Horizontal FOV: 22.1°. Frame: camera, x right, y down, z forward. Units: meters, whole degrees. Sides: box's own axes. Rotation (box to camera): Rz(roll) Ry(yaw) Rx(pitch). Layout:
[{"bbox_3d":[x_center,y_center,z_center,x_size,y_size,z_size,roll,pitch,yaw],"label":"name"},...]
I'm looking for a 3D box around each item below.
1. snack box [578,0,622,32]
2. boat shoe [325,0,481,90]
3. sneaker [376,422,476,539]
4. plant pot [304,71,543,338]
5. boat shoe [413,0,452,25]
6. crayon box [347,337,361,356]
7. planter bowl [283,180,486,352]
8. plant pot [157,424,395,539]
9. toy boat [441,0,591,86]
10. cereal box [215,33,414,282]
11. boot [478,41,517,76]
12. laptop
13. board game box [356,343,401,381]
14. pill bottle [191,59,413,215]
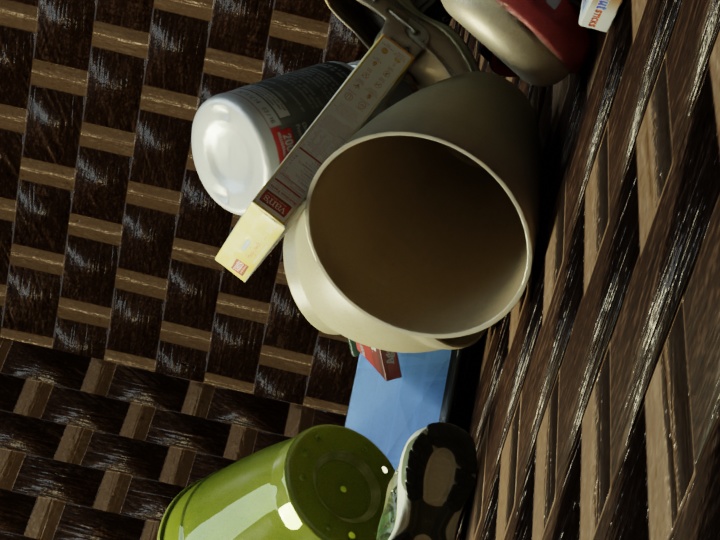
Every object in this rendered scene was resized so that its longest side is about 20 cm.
[{"bbox_3d":[0.189,-0.276,1.323,0.072,0.024,0.201,109,174,-70],"label":"snack box"},{"bbox_3d":[0.040,-0.205,1.714,0.200,0.064,0.071,48,146,29],"label":"boat shoe"},{"bbox_3d":[0.041,0.227,1.557,0.089,0.077,0.201,160,131,-75],"label":"sneaker"},{"bbox_3d":[0.076,-0.078,1.514,0.200,0.187,0.188,-58,-14,-51],"label":"plant pot"},{"bbox_3d":[0.070,-0.269,1.762,0.200,0.062,0.075,117,143,-52],"label":"boat shoe"},{"bbox_3d":[0.050,0.019,2.011,0.200,0.126,0.051,-83,-21,-69],"label":"crayon box"},{"bbox_3d":[0.015,-0.014,1.668,0.200,0.134,0.201,32,-130,-49],"label":"planter bowl"},{"bbox_3d":[-0.061,0.244,1.741,0.193,0.200,0.201,-45,25,44],"label":"plant pot"},{"bbox_3d":[0.142,-0.234,1.430,0.131,0.130,0.200,-44,16,24],"label":"toy boat"},{"bbox_3d":[-0.039,-0.092,1.555,0.200,0.039,0.144,-54,2,-24],"label":"cereal box"},{"bbox_3d":[0.142,-0.243,1.735,0.200,0.073,0.151,110,172,-52],"label":"boot"},{"bbox_3d":[0.039,0.127,1.797,0.200,0.115,0.188,89,-168,-66],"label":"laptop"},{"bbox_3d":[0.000,0.000,1.813,0.103,0.019,0.201,-139,35,-67],"label":"board game box"},{"bbox_3d":[-0.048,-0.130,1.714,0.200,0.114,0.114,-22,-41,-39],"label":"pill bottle"}]
